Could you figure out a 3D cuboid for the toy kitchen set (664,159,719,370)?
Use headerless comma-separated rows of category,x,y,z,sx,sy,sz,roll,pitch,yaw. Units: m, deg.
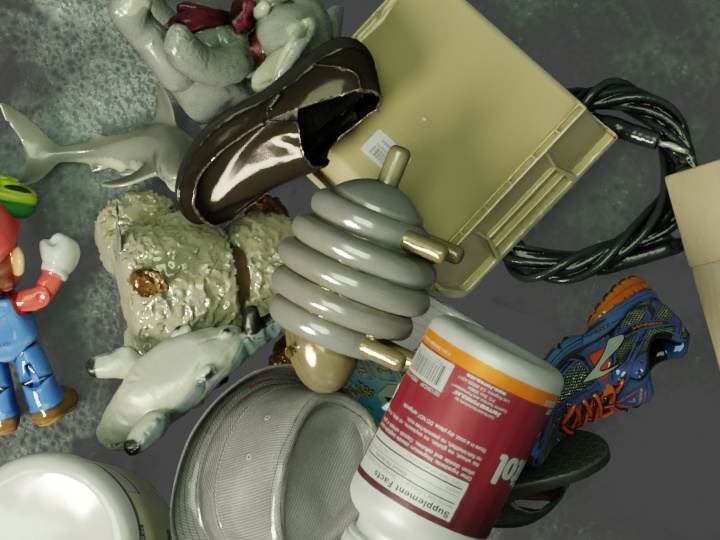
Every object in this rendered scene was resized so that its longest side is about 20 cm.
toy kitchen set,0.387,-0.029,1.564,0.200,0.163,0.181,-18,87,41

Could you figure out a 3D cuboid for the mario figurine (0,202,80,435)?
mario figurine,-0.300,0.030,1.677,0.123,0.106,0.200,-20,106,-29

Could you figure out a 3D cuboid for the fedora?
fedora,-0.049,0.169,1.552,0.177,0.090,0.200,41,65,-21

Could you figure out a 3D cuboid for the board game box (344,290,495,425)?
board game box,0.069,0.101,1.640,0.200,0.035,0.126,33,88,11

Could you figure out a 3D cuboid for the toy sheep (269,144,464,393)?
toy sheep,0.000,0.000,1.517,0.138,0.138,0.200,23,92,11

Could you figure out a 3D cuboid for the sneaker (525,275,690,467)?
sneaker,0.193,0.086,1.569,0.078,0.075,0.200,34,61,21

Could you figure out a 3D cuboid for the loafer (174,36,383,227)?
loafer,-0.064,-0.103,1.566,0.200,0.073,0.071,-43,43,6

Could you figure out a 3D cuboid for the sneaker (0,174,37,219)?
sneaker,-0.375,-0.035,1.719,0.200,0.074,0.084,-14,106,2

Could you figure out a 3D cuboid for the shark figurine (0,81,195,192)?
shark figurine,-0.196,-0.118,1.689,0.214,0.128,0.090,8,105,36

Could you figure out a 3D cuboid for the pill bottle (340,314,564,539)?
pill bottle,0.063,0.144,1.487,0.113,0.113,0.200,28,96,12

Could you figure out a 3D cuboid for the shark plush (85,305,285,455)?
shark plush,-0.134,0.075,1.587,0.200,0.083,0.091,-42,63,-3

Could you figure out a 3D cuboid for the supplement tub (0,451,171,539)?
supplement tub,-0.227,0.223,1.579,0.145,0.200,0.145,-1,81,8

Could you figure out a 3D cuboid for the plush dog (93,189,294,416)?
plush dog,-0.115,0.006,1.640,0.172,0.160,0.200,-11,79,-18

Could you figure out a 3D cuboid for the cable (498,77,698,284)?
cable,0.183,-0.073,1.643,0.200,0.051,0.163,-15,81,7

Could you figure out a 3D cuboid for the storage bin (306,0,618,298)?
storage bin,0.065,-0.112,1.623,0.199,0.094,0.200,-47,67,4

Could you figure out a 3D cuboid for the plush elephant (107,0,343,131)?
plush elephant,-0.097,-0.199,1.652,0.155,0.165,0.200,-34,96,7

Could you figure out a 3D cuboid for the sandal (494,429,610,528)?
sandal,0.107,0.180,1.578,0.200,0.075,0.048,-21,117,5
